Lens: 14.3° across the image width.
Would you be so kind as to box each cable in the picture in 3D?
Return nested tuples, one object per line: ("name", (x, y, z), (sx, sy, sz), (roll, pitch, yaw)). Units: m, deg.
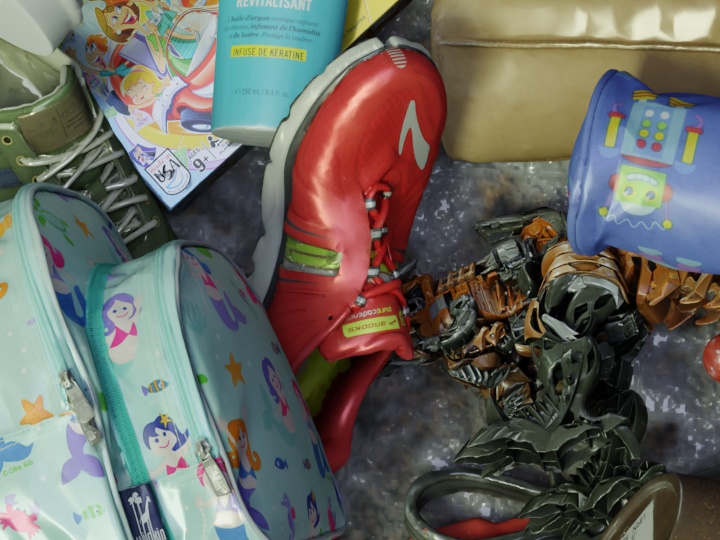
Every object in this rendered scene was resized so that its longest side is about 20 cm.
("cable", (0.098, 0.118, 1.267), (0.200, 0.050, 0.097), (-19, 70, -10))

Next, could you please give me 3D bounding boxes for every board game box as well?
("board game box", (-0.054, -0.141, 1.275), (0.200, 0.034, 0.134), (-43, 86, 1))

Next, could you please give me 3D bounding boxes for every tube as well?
("tube", (-0.029, -0.154, 1.238), (0.077, 0.050, 0.201), (4, 83, 4))

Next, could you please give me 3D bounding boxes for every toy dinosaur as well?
("toy dinosaur", (0.087, 0.029, 1.212), (0.102, 0.200, 0.136), (27, 56, -36))

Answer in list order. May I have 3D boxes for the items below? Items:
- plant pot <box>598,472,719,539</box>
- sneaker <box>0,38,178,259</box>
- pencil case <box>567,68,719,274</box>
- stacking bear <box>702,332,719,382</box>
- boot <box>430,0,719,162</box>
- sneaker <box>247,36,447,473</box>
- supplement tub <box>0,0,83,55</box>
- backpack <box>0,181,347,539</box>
("plant pot", (0.185, 0.170, 1.157), (0.200, 0.187, 0.187), (30, 89, -9))
("sneaker", (-0.135, -0.045, 1.233), (0.067, 0.090, 0.200), (-37, 79, -28))
("pencil case", (0.184, -0.027, 1.158), (0.199, 0.087, 0.078), (12, 100, 10))
("stacking bear", (0.248, 0.051, 1.222), (0.200, 0.114, 0.122), (24, 89, 8))
("boot", (0.126, -0.127, 1.207), (0.199, 0.066, 0.176), (3, 103, 23))
("sneaker", (0.000, 0.000, 1.205), (0.077, 0.085, 0.200), (1, 119, -34))
("supplement tub", (-0.115, -0.203, 1.167), (0.145, 0.145, 0.200), (36, 81, 3))
("backpack", (-0.104, 0.062, 1.140), (0.150, 0.178, 0.200), (-30, 82, 10))
